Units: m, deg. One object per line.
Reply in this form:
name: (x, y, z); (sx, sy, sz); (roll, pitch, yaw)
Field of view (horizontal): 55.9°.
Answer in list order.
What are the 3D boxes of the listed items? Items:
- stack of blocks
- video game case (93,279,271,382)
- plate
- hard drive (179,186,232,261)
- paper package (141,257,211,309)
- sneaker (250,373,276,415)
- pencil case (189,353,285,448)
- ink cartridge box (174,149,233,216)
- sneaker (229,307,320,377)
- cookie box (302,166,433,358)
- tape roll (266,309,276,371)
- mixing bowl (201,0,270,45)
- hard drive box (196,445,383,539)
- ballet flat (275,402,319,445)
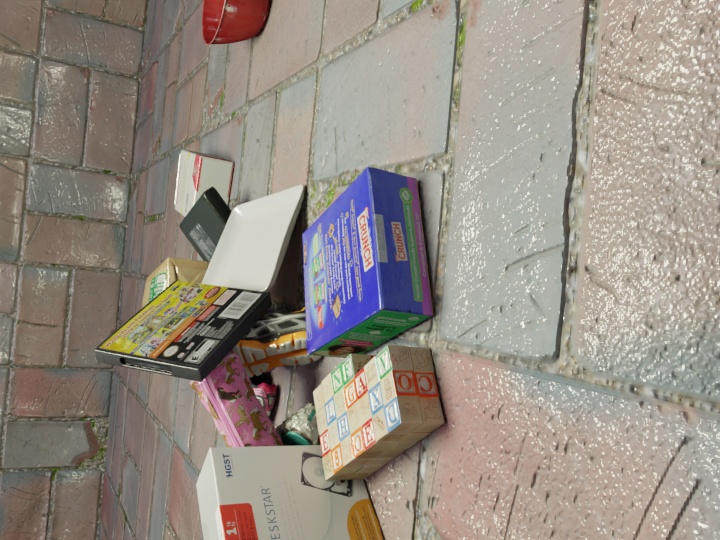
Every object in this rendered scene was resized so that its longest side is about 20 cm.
stack of blocks: (0.014, 0.159, 0.800); (0.200, 0.057, 0.118); (-50, 43, 48)
video game case: (-0.250, 0.080, 0.983); (0.201, 0.176, 0.026); (-52, -37, -53)
plate: (-0.179, -0.037, 1.143); (0.196, 0.032, 0.204); (-12, 52, 42)
hard drive: (-0.302, -0.075, 1.404); (0.141, 0.033, 0.199); (55, 148, -5)
paper package: (-0.314, 0.053, 1.318); (0.199, 0.186, 0.107); (-19, 68, 58)
sneaker: (-0.209, 0.188, 1.208); (0.199, 0.080, 0.076); (38, 108, 39)
pencil case: (-0.163, 0.216, 0.944); (0.203, 0.082, 0.086); (61, 150, 8)
ink cartridge box: (-0.369, -0.196, 1.583); (0.199, 0.081, 0.149); (28, 110, 60)
sneaker: (-0.149, 0.105, 1.019); (0.079, 0.194, 0.079); (82, -178, -47)
cookie box: (0.000, 0.000, 0.840); (0.199, 0.073, 0.176); (-36, 53, 56)
tape roll: (-0.231, 0.107, 1.135); (0.199, 0.195, 0.088); (14, 96, 62)
mixing bowl: (-0.249, -0.555, 1.393); (0.199, 0.106, 0.206); (-18, 70, 60)
hard drive box: (-0.086, 0.299, 0.818); (0.078, 0.195, 0.158); (-64, 35, 33)
ballet flat: (-0.107, 0.255, 1.029); (0.200, 0.070, 0.074); (-44, 48, 49)
